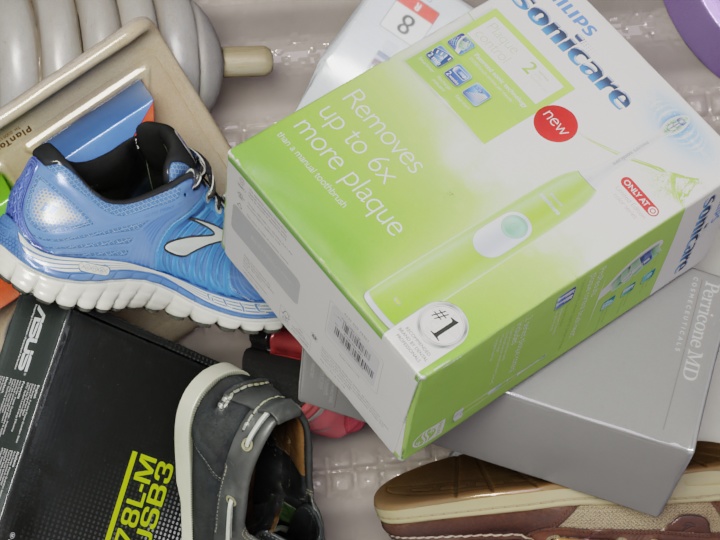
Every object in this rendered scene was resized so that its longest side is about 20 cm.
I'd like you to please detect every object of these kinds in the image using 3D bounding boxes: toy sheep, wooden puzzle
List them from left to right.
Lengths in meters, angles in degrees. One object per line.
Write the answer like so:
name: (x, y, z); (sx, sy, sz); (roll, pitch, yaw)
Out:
wooden puzzle: (-0.143, -0.011, 1.069); (0.185, 0.200, 0.046); (-34, 42, -4)
toy sheep: (-0.146, -0.107, 1.113); (0.199, 0.138, 0.139); (-6, 83, -22)

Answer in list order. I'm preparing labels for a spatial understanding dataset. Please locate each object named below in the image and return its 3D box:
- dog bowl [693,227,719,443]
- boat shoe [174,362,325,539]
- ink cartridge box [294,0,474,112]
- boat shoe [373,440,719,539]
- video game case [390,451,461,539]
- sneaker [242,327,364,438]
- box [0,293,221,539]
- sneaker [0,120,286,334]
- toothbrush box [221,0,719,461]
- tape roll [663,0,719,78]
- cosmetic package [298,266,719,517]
dog bowl: (0.158, 0.028, 1.113); (0.199, 0.079, 0.201); (0, 99, -2)
boat shoe: (-0.053, 0.149, 1.071); (0.067, 0.072, 0.201); (16, 122, 33)
ink cartridge box: (0.030, -0.055, 1.157); (0.162, 0.050, 0.200); (34, 78, 1)
boat shoe: (0.108, 0.135, 1.057); (0.199, 0.072, 0.072); (-5, 102, -6)
video game case: (0.080, 0.222, 1.137); (0.182, 0.023, 0.200); (36, 80, 1)
sneaker: (0.000, 0.000, 1.125); (0.074, 0.087, 0.201); (13, 76, 37)
box: (-0.132, 0.132, 1.058); (0.047, 0.193, 0.201); (11, 78, 36)
sneaker: (-0.086, -0.024, 1.013); (0.199, 0.078, 0.090); (6, 109, -39)
toothbrush box: (0.055, -0.031, 0.947); (0.200, 0.086, 0.146); (-30, 67, -23)
tape roll: (0.278, -0.197, 1.188); (0.199, 0.066, 0.201); (1, 83, -5)
cosmetic package: (0.077, 0.036, 1.007); (0.199, 0.090, 0.107); (15, 60, 6)
